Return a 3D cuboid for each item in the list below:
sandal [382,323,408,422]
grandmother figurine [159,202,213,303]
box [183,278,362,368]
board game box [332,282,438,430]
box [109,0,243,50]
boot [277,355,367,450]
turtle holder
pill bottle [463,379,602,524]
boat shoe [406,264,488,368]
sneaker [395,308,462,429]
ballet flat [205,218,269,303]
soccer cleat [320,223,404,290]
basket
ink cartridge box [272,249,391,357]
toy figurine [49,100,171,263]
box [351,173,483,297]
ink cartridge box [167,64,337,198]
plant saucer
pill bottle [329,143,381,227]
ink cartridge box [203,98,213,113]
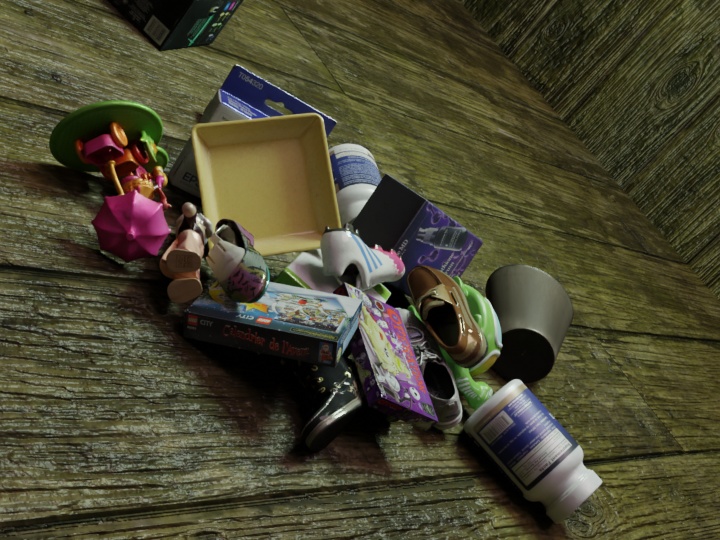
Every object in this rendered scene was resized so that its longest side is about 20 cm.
[{"bbox_3d":[0.033,0.131,1.561,0.057,0.080,0.201,16,33,-19],"label":"sandal"},{"bbox_3d":[-0.227,-0.032,1.422,0.060,0.122,0.200,7,17,-8],"label":"grandmother figurine"},{"bbox_3d":[-0.109,0.061,1.384,0.199,0.038,0.137,11,24,10],"label":"box"},{"bbox_3d":[0.033,0.115,1.469,0.120,0.032,0.200,33,28,-44],"label":"board game box"},{"bbox_3d":[-0.336,-0.505,1.991,0.149,0.124,0.200,44,26,4],"label":"box"},{"bbox_3d":[-0.068,0.142,1.402,0.154,0.074,0.204,40,24,7],"label":"boot"},{"bbox_3d":[0.169,0.112,1.711,0.132,0.141,0.186,37,6,-47],"label":"turtle holder"},{"bbox_3d":[0.259,0.271,1.613,0.200,0.116,0.116,49,25,12],"label":"pill bottle"},{"bbox_3d":[0.123,0.059,1.633,0.074,0.076,0.200,32,17,-46],"label":"boat shoe"},{"bbox_3d":[0.100,0.133,1.603,0.075,0.082,0.200,-23,65,-16],"label":"sneaker"},{"bbox_3d":[-0.167,-0.018,1.406,0.071,0.069,0.200,43,8,-23],"label":"ballet flat"},{"bbox_3d":[0.000,0.000,1.569,0.200,0.070,0.087,28,60,-55],"label":"soccer cleat"},{"bbox_3d":[0.297,0.104,1.932,0.180,0.136,0.200,37,29,-8],"label":"basket"},{"bbox_3d":[-0.047,0.042,1.585,0.148,0.076,0.200,41,23,-1],"label":"ink cartridge box"},{"bbox_3d":[-0.300,-0.092,1.411,0.200,0.150,0.185,47,21,-64],"label":"toy figurine"},{"bbox_3d":[0.083,-0.042,1.760,0.104,0.148,0.200,37,5,39],"label":"box"},{"bbox_3d":[-0.157,-0.177,1.627,0.196,0.200,0.043,25,17,-31],"label":"ink cartridge box"},{"bbox_3d":[-0.140,-0.119,1.573,0.199,0.048,0.201,-8,86,-20],"label":"plant saucer"},{"bbox_3d":[-0.010,-0.122,1.862,0.111,0.111,0.200,27,28,-30],"label":"pill bottle"},{"bbox_3d":[-0.173,-0.208,1.848,0.200,0.042,0.120,24,30,-30],"label":"ink cartridge box"}]
